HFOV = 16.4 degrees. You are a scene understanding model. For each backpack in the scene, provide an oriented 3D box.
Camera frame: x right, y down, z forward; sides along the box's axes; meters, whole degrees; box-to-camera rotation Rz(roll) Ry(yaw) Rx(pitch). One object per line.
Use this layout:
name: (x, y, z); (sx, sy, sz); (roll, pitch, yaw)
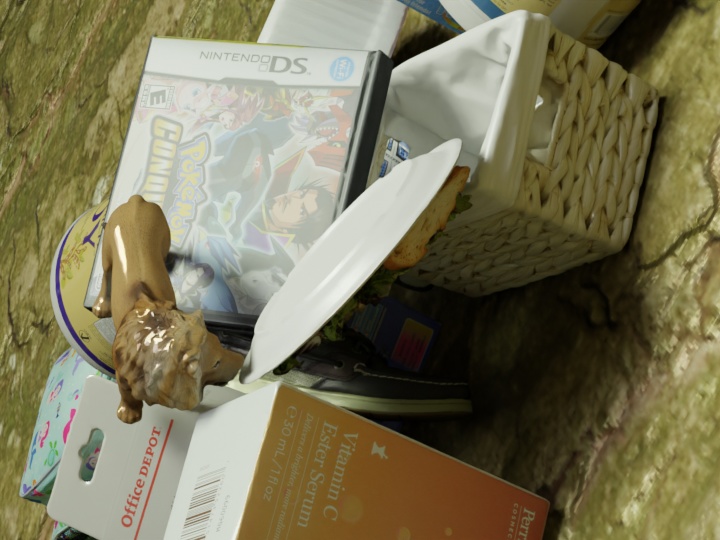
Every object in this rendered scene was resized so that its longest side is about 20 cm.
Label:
backpack: (-0.170, 0.123, 1.981); (0.200, 0.150, 0.178); (-31, 39, 45)

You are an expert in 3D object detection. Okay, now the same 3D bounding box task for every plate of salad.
plate of salad: (0.000, 0.000, 1.521); (0.200, 0.048, 0.200); (-47, 9, 10)

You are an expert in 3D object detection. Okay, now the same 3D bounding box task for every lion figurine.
lion figurine: (-0.135, 0.015, 1.574); (0.123, 0.072, 0.200); (97, 154, -54)

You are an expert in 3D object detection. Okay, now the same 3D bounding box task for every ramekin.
ramekin: (-0.045, -0.138, 1.943); (0.200, 0.098, 0.201); (-156, 90, -87)

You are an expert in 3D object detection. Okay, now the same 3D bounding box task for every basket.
basket: (0.089, -0.068, 1.641); (0.200, 0.123, 0.136); (-21, 49, 59)

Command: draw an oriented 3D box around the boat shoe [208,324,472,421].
boat shoe: (-0.022, 0.065, 1.679); (0.072, 0.200, 0.066); (26, -111, -72)

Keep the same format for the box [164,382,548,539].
box: (-0.008, 0.180, 1.493); (0.106, 0.200, 0.153); (-26, 44, 57)

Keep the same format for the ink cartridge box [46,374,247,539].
ink cartridge box: (-0.095, 0.141, 1.645); (0.068, 0.200, 0.117); (-50, -19, -70)

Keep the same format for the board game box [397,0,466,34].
board game box: (0.058, -0.241, 1.788); (0.037, 0.151, 0.200); (-49, 32, 28)

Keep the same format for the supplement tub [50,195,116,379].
supplement tub: (-0.125, -0.006, 1.815); (0.200, 0.145, 0.146); (-28, 44, 55)

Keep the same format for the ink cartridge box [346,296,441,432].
ink cartridge box: (-0.023, 0.079, 1.791); (0.137, 0.076, 0.200); (-67, 22, -6)

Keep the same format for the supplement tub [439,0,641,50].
supplement tub: (0.148, -0.244, 1.654); (0.200, 0.144, 0.145); (-49, 29, 28)

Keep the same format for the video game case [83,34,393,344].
video game case: (-0.083, -0.058, 1.676); (0.180, 0.025, 0.201); (6, 75, 26)

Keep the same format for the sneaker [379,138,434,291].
sneaker: (0.036, -0.069, 1.809); (0.077, 0.076, 0.200); (-51, 28, 38)
